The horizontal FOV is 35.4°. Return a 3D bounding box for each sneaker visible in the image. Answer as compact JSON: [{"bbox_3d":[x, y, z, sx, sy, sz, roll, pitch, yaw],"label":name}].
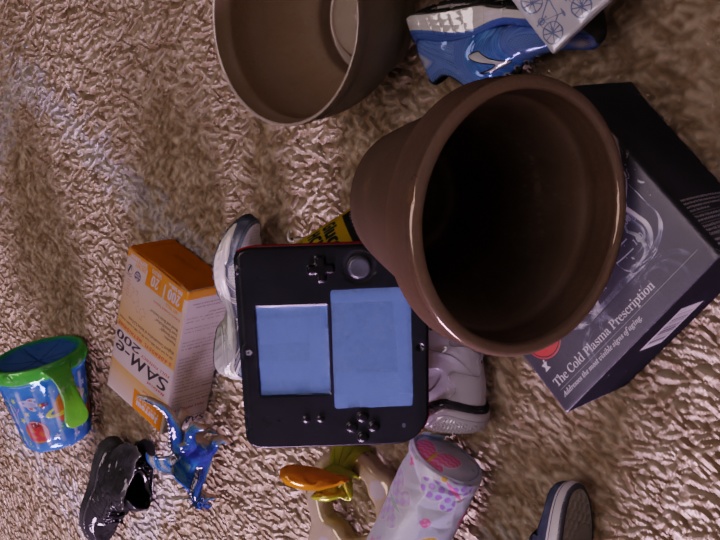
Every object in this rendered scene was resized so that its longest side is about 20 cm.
[{"bbox_3d":[-0.329,0.309,1.544,0.104,0.059,0.203,29,115,40],"label":"sneaker"},{"bbox_3d":[0.133,-0.199,1.005,0.198,0.078,0.091,6,119,44],"label":"sneaker"},{"bbox_3d":[-0.114,0.034,1.288,0.085,0.077,0.204,14,115,28],"label":"sneaker"},{"bbox_3d":[0.142,0.279,1.083,0.145,0.076,0.206,18,112,36],"label":"sneaker"},{"bbox_3d":[0.035,0.089,1.115,0.196,0.075,0.117,8,99,10],"label":"sneaker"}]

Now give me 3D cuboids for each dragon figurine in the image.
[{"bbox_3d":[-0.220,0.226,1.371,0.058,0.200,0.100,27,78,33],"label":"dragon figurine"}]

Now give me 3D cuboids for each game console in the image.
[{"bbox_3d":[-0.024,0.070,1.033,0.031,0.173,0.204,-106,14,-69],"label":"game console"}]

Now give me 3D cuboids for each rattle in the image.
[{"bbox_3d":[-0.040,0.296,1.222,0.129,0.143,0.202,29,113,14],"label":"rattle"}]

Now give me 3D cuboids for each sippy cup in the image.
[{"bbox_3d":[-0.438,0.177,1.581,0.137,0.178,0.133,-10,107,0],"label":"sippy cup"}]

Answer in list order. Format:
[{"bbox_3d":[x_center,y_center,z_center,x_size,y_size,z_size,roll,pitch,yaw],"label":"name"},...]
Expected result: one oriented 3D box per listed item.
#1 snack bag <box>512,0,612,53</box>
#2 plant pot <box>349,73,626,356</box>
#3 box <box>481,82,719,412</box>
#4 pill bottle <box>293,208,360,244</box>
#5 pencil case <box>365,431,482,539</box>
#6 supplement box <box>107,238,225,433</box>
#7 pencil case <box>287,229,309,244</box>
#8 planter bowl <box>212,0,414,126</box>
[{"bbox_3d":[0.181,-0.307,0.908,0.199,0.021,0.190,-38,70,18],"label":"snack bag"},{"bbox_3d":[0.077,-0.051,0.877,0.174,0.197,0.204,18,112,59],"label":"plant pot"},{"bbox_3d":[0.200,-0.021,0.947,0.183,0.103,0.201,53,129,23],"label":"box"},{"bbox_3d":[0.000,0.000,1.086,0.198,0.112,0.114,-32,75,6],"label":"pill bottle"},{"bbox_3d":[0.050,0.266,1.144,0.202,0.082,0.091,-65,20,18],"label":"pencil case"},{"bbox_3d":[-0.241,0.081,1.404,0.125,0.073,0.203,32,119,35],"label":"supplement box"},{"bbox_3d":[-0.033,0.054,1.192,0.078,0.088,0.204,-158,62,-71],"label":"pencil case"},{"bbox_3d":[-0.031,-0.246,1.096,0.198,0.134,0.204,10,105,42],"label":"planter bowl"}]
